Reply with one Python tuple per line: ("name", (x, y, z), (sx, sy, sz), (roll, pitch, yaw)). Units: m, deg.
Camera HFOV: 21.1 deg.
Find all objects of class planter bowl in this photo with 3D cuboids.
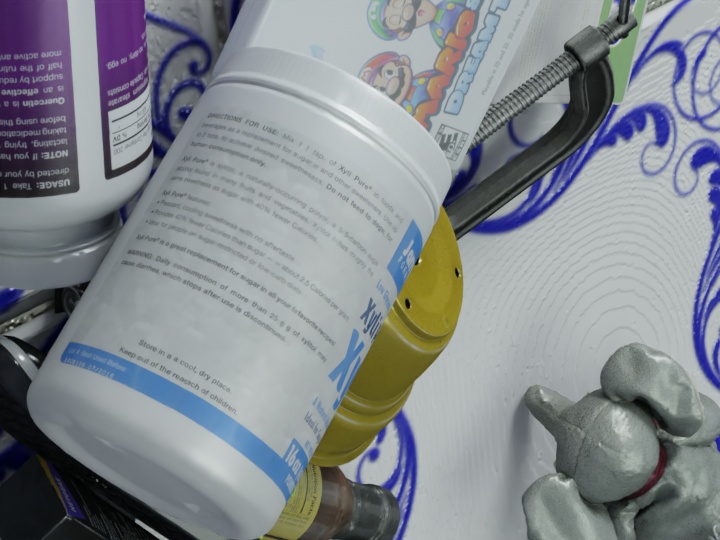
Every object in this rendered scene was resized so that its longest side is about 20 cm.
("planter bowl", (0.000, 0.000, 1.050), (0.200, 0.083, 0.202), (34, 48, -49))

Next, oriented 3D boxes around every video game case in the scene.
("video game case", (0.031, -0.164, 1.019), (0.182, 0.024, 0.201), (16, 104, -45))

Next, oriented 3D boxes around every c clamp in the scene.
("c clamp", (0.089, -0.088, 1.156), (0.200, 0.027, 0.171), (-39, 158, -2))

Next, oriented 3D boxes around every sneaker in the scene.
("sneaker", (-0.114, 0.075, 0.994), (0.200, 0.072, 0.083), (41, 69, -33))

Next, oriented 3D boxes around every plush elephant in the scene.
("plush elephant", (0.173, 0.130, 1.307), (0.155, 0.200, 0.165), (43, 84, -27))

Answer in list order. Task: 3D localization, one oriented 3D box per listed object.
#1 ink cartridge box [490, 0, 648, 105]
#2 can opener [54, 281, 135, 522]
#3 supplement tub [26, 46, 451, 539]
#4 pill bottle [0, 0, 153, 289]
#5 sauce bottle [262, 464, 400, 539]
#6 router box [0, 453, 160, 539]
("ink cartridge box", (0.103, -0.174, 1.172), (0.199, 0.048, 0.146), (-6, 113, -50))
("can opener", (-0.130, 0.076, 1.049), (0.067, 0.053, 0.201), (-17, 120, -38))
("supplement tub", (-0.055, 0.011, 0.907), (0.132, 0.131, 0.201), (47, 65, -45))
("pill bottle", (-0.155, -0.098, 0.902), (0.112, 0.112, 0.201), (-20, 122, -37))
("sauce bottle", (-0.052, 0.131, 1.144), (0.200, 0.065, 0.065), (25, 90, -49))
("router box", (-0.186, 0.210, 1.013), (0.200, 0.052, 0.157), (-42, 136, 2))
